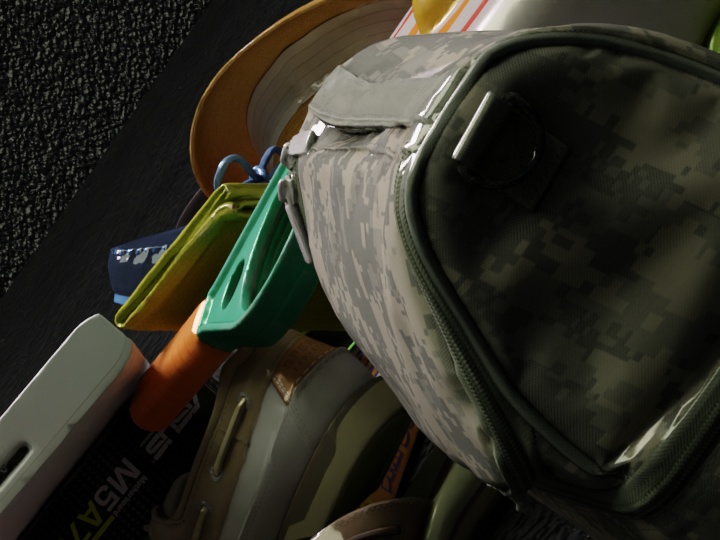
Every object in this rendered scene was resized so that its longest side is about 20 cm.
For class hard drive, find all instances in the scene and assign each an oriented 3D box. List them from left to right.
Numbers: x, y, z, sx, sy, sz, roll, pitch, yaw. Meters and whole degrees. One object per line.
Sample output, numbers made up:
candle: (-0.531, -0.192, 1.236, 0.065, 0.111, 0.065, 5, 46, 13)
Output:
hard drive: (-0.136, 0.082, 1.129, 0.132, 0.026, 0.200, -50, -3, -5)

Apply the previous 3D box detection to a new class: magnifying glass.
magnifying glass: (-0.046, 0.010, 1.017, 0.200, 0.022, 0.080, 129, 160, -56)

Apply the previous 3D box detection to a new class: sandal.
sandal: (0.002, 0.106, 1.016, 0.080, 0.057, 0.202, -39, 18, 53)

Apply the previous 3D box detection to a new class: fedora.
fedora: (0.015, -0.056, 1.313, 0.201, 0.200, 0.082, -46, 52, 35)

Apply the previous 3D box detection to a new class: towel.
towel: (0.000, 0.000, 1.118, 0.086, 0.199, 0.018, -50, 56, 33)

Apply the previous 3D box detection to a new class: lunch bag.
lunch bag: (0.067, -0.002, 0.789, 0.140, 0.167, 0.200, -53, 10, -4)

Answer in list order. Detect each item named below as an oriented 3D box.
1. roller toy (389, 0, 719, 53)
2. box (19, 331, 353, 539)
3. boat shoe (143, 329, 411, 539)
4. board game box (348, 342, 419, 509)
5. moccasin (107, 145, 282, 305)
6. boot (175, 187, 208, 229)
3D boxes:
roller toy: (0.076, -0.063, 1.017, 0.200, 0.139, 0.183, -52, 10, 8)
box: (-0.095, 0.102, 1.224, 0.194, 0.047, 0.200, -53, -7, 14)
boat shoe: (-0.047, 0.106, 1.099, 0.075, 0.068, 0.201, -32, -25, -57)
board game box: (-0.001, 0.072, 1.230, 0.096, 0.030, 0.200, -46, 11, 37)
moccasin: (-0.017, -0.028, 1.231, 0.199, 0.069, 0.080, -10, 10, 6)
boot: (-0.004, -0.081, 1.511, 0.188, 0.068, 0.200, -47, 1, 25)
